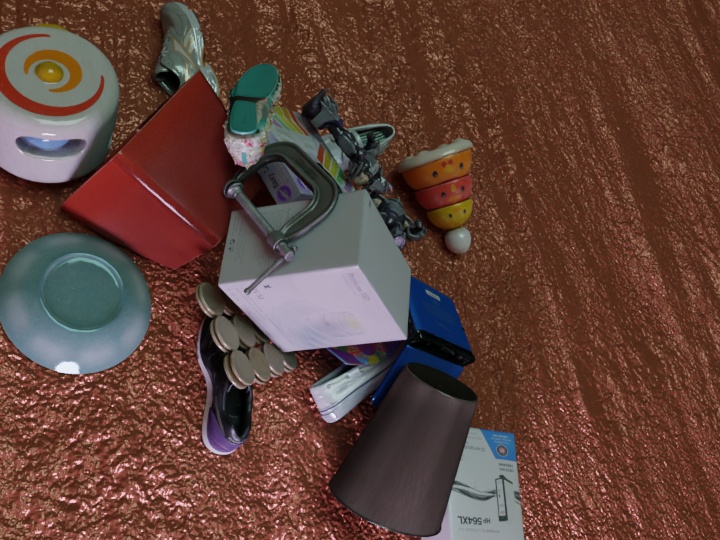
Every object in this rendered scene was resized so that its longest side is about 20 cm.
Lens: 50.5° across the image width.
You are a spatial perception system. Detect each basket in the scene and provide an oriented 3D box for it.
[{"bbox_3d":[0.073,0.244,1.073,0.179,0.136,0.202,20,99,-15],"label":"basket"}]

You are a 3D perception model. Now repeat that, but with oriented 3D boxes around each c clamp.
[{"bbox_3d":[-0.117,-0.086,0.985,0.170,0.027,0.201,-35,51,-2],"label":"c clamp"}]

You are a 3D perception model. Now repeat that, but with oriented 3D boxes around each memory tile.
[{"bbox_3d":[-0.157,0.085,1.073,0.155,0.017,0.200,63,15,7],"label":"memory tile"}]

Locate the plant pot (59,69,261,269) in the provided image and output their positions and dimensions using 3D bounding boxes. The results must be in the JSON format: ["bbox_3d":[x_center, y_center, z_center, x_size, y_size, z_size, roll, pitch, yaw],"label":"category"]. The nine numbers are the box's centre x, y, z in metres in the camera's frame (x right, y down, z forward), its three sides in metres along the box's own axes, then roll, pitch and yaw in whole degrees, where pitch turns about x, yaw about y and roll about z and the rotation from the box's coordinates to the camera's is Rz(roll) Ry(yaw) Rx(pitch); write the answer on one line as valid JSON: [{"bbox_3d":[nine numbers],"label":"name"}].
[{"bbox_3d":[-0.261,-0.120,1.072,0.176,0.199,0.201,46,50,-19],"label":"plant pot"}]

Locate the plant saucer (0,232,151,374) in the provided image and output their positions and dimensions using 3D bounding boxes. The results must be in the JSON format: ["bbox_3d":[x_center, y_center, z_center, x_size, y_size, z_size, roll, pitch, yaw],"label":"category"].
[{"bbox_3d":[-0.371,0.034,1.012,0.199,0.039,0.203,14,61,-27],"label":"plant saucer"}]

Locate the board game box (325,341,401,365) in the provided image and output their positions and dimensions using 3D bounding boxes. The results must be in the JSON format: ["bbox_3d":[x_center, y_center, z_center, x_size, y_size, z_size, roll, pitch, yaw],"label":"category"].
[{"bbox_3d":[-0.020,0.055,1.184,0.199,0.039,0.158,37,43,13],"label":"board game box"}]

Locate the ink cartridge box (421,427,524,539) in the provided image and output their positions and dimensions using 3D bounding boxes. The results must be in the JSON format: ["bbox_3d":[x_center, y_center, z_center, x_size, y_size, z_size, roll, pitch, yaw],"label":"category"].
[{"bbox_3d":[0.170,0.353,1.179,0.145,0.084,0.202,13,60,-28],"label":"ink cartridge box"}]

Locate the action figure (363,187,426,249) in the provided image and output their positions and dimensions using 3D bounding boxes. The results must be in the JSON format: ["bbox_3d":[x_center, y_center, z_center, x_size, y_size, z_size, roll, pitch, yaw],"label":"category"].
[{"bbox_3d":[0.049,-0.082,1.290,0.129,0.070,0.200,28,28,-2],"label":"action figure"}]

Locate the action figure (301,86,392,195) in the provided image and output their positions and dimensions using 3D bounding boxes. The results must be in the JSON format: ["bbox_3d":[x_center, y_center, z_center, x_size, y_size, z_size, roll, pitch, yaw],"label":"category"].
[{"bbox_3d":[-0.014,-0.199,1.233,0.200,0.069,0.130,49,17,-12],"label":"action figure"}]

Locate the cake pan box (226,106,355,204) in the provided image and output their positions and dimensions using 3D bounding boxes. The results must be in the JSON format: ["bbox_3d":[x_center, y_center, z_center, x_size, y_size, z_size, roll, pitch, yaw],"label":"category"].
[{"bbox_3d":[-0.098,-0.166,1.174,0.183,0.052,0.201,1,54,-58],"label":"cake pan box"}]

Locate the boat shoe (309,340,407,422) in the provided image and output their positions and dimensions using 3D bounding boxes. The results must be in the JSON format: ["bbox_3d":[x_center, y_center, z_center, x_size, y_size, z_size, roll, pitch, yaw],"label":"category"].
[{"bbox_3d":[0.005,0.148,1.174,0.200,0.073,0.067,-38,102,-38],"label":"boat shoe"}]

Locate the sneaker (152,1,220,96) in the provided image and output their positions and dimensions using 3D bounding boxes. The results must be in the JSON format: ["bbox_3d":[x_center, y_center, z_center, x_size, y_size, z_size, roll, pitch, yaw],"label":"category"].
[{"bbox_3d":[-0.297,-0.344,1.226,0.091,0.076,0.202,-15,75,-32],"label":"sneaker"}]

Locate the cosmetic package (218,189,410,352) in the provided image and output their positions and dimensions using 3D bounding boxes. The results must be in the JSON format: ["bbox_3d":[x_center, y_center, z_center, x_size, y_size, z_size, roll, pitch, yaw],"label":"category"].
[{"bbox_3d":[-0.053,0.009,1.039,0.200,0.198,0.124,55,32,-51],"label":"cosmetic package"}]

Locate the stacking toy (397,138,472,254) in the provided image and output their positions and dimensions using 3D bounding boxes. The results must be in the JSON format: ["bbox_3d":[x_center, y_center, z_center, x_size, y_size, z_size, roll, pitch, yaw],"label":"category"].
[{"bbox_3d":[0.162,-0.128,1.401,0.145,0.145,0.202,-25,98,-38],"label":"stacking toy"}]

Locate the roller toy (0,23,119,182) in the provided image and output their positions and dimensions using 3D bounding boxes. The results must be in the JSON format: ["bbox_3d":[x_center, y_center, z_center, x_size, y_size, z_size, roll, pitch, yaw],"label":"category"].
[{"bbox_3d":[-0.419,-0.228,1.029,0.182,0.140,0.201,37,52,-1],"label":"roller toy"}]

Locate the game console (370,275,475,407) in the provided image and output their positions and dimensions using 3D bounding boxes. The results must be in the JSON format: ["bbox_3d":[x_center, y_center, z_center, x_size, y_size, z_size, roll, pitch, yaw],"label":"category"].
[{"bbox_3d":[0.084,0.119,1.185,0.199,0.118,0.172,28,39,-55],"label":"game console"}]

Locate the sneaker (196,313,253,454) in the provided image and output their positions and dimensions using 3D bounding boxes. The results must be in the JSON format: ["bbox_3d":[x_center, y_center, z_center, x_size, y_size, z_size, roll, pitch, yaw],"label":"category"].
[{"bbox_3d":[-0.175,0.144,1.054,0.075,0.087,0.202,4,65,-31],"label":"sneaker"}]

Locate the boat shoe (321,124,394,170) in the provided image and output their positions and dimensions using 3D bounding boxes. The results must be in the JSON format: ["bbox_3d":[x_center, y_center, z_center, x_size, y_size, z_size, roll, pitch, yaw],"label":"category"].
[{"bbox_3d":[-0.024,-0.220,1.333,0.199,0.067,0.074,-30,85,-37],"label":"boat shoe"}]

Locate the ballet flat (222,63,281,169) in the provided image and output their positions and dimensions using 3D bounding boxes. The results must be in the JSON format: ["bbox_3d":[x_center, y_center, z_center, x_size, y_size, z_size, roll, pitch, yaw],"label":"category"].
[{"bbox_3d":[-0.152,-0.214,1.058,0.075,0.064,0.201,6,43,3],"label":"ballet flat"}]
